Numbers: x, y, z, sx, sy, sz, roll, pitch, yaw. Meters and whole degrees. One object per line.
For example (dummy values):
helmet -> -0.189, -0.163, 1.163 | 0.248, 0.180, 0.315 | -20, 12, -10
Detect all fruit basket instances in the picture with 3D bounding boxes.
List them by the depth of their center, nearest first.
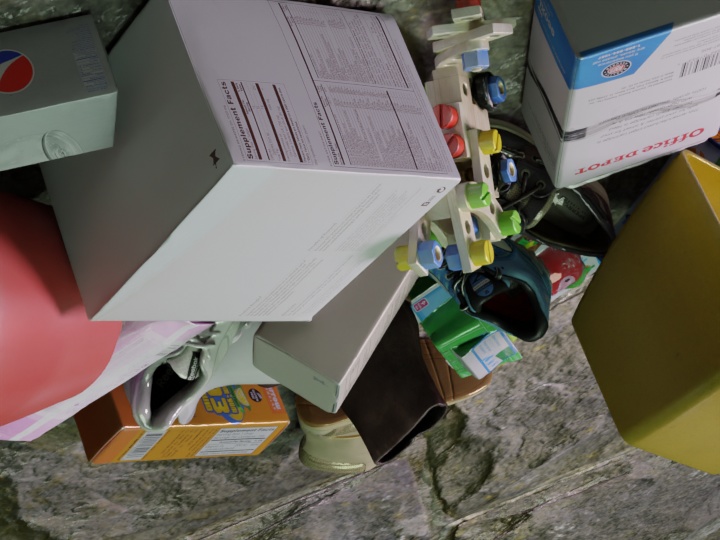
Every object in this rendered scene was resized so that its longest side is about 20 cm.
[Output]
fruit basket -> 0.148, 0.015, 1.779 | 0.199, 0.094, 0.185 | -28, 155, 5

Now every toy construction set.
toy construction set -> 0.069, -0.096, 1.404 | 0.092, 0.201, 0.131 | 6, -177, 26

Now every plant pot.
plant pot -> -0.272, 0.025, 1.343 | 0.200, 0.201, 0.177 | -35, 163, 27
plant pot -> 0.294, 0.054, 1.600 | 0.199, 0.201, 0.176 | 21, 128, -41

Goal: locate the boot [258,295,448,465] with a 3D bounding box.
boot -> -0.019, 0.099, 1.715 | 0.072, 0.167, 0.200 | 5, 145, -45

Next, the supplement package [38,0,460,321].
supplement package -> -0.081, -0.074, 1.331 | 0.199, 0.148, 0.191 | 1, 147, -42

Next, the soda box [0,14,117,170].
soda box -> -0.257, -0.100, 1.229 | 0.199, 0.064, 0.068 | -14, 155, -18

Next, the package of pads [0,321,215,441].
package of pads -> -0.215, 0.035, 1.475 | 0.199, 0.121, 0.076 | -32, 154, 22

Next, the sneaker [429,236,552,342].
sneaker -> 0.091, -0.012, 1.605 | 0.200, 0.090, 0.078 | 36, 111, -23

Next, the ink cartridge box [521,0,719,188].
ink cartridge box -> 0.206, -0.160, 1.474 | 0.144, 0.085, 0.200 | -18, 155, -8

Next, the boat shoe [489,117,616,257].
boat shoe -> 0.137, -0.064, 1.583 | 0.199, 0.065, 0.072 | 25, 113, -36

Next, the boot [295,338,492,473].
boot -> 0.031, 0.142, 1.961 | 0.199, 0.073, 0.156 | -16, 155, -10

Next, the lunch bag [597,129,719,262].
lunch bag -> 0.338, -0.036, 1.769 | 0.199, 0.124, 0.170 | 11, 125, -43

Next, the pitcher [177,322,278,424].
pitcher -> -0.090, 0.025, 1.587 | 0.199, 0.122, 0.172 | -22, 134, 10

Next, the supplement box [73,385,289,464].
supplement box -> -0.164, 0.132, 1.785 | 0.199, 0.067, 0.069 | 3, 143, -45

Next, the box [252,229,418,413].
box -> 0.000, 0.000, 1.494 | 0.201, 0.077, 0.095 | -58, 174, -18

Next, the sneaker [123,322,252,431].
sneaker -> -0.119, 0.040, 1.501 | 0.201, 0.075, 0.081 | -60, -172, 15
